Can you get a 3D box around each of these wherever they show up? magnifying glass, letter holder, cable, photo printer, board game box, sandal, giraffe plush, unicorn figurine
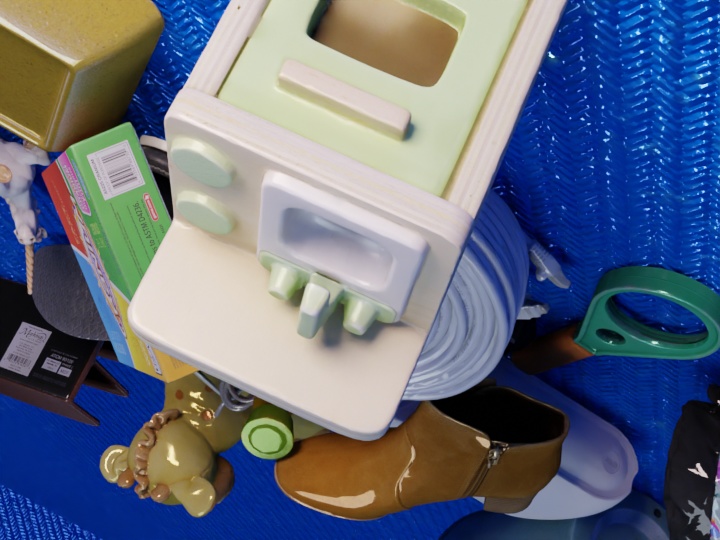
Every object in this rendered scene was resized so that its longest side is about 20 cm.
[{"bbox_3d":[0.156,0.040,0.802,0.079,0.023,0.200,31,157,-14],"label":"magnifying glass"},{"bbox_3d":[-0.332,0.093,1.319,0.198,0.101,0.142,15,157,24],"label":"letter holder"},{"bbox_3d":[0.000,0.000,0.752,0.199,0.070,0.200,-19,128,34],"label":"cable"},{"bbox_3d":[0.106,0.130,0.983,0.199,0.070,0.166,32,156,-16],"label":"photo printer"},{"bbox_3d":[-0.156,-0.009,0.833,0.154,0.040,0.200,69,162,-6],"label":"board game box"},{"bbox_3d":[-0.204,0.032,1.099,0.198,0.077,0.043,18,-177,18],"label":"sandal"},{"bbox_3d":[-0.143,0.149,1.159,0.199,0.163,0.172,36,155,-26],"label":"giraffe plush"},{"bbox_3d":[-0.289,-0.082,0.951,0.200,0.074,0.137,47,162,-12],"label":"unicorn figurine"}]

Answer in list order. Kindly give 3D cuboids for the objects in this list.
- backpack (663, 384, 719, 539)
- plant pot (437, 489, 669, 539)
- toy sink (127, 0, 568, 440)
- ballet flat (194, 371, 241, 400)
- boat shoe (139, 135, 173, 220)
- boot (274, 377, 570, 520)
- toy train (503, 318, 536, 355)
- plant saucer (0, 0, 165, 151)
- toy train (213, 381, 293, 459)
[{"bbox_3d":[0.298,0.165,0.790,0.198,0.127,0.167,10,150,26],"label":"backpack"},{"bbox_3d":[0.181,0.280,1.089,0.199,0.201,0.188,30,143,-12],"label":"plant pot"},{"bbox_3d":[-0.006,-0.051,0.540,0.129,0.201,0.112,24,158,4],"label":"toy sink"},{"bbox_3d":[-0.084,0.083,1.044,0.199,0.071,0.070,29,159,-36],"label":"ballet flat"},{"bbox_3d":[-0.120,-0.023,0.895,0.071,0.068,0.201,19,155,18],"label":"boat shoe"},{"bbox_3d":[0.037,0.116,0.856,0.199,0.071,0.144,4,148,3],"label":"boot"},{"bbox_3d":[0.036,-0.005,0.812,0.199,0.034,0.046,33,153,-19],"label":"toy train"},{"bbox_3d":[-0.232,-0.148,0.763,0.199,0.049,0.200,30,158,-10],"label":"plant saucer"},{"bbox_3d":[-0.063,0.094,0.926,0.084,0.116,0.200,32,125,-16],"label":"toy train"}]
